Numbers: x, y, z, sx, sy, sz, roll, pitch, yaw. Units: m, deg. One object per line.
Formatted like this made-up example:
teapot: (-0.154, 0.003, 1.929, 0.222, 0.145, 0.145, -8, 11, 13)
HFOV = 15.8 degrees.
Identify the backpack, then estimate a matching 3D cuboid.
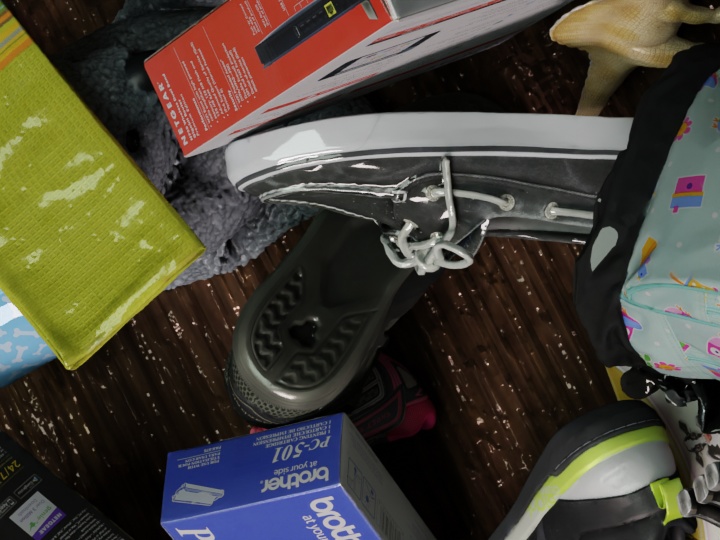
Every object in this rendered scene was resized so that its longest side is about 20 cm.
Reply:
backpack: (0.198, -0.011, 1.077, 0.199, 0.126, 0.168, 14, 78, 37)

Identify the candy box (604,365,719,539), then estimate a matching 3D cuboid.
candy box: (0.226, 0.065, 1.181, 0.199, 0.061, 0.137, -21, 89, 30)

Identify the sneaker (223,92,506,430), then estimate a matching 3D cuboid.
sneaker: (0.000, 0.000, 1.248, 0.076, 0.200, 0.114, 36, 154, 0)

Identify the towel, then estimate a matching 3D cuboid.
towel: (-0.162, -0.056, 1.168, 0.086, 0.018, 0.200, -42, 77, 8)

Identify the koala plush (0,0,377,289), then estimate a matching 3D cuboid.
koala plush: (-0.123, -0.059, 1.262, 0.184, 0.200, 0.178, -39, 82, 29)

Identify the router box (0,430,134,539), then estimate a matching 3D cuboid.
router box: (-0.148, 0.194, 1.355, 0.157, 0.052, 0.200, 37, 149, 17)

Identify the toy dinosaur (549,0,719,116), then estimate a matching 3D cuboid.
toy dinosaur: (0.133, -0.112, 1.181, 0.101, 0.200, 0.058, -11, 71, -10)

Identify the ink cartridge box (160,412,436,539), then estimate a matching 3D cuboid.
ink cartridge box: (-0.011, 0.149, 1.255, 0.094, 0.044, 0.200, -14, 137, 20)

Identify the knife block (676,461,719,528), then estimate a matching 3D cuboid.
knife block: (0.235, 0.139, 1.114, 0.175, 0.064, 0.200, -6, 140, 23)

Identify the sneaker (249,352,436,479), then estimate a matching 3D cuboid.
sneaker: (-0.033, 0.128, 1.322, 0.075, 0.081, 0.201, 33, 113, 16)

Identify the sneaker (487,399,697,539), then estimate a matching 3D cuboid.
sneaker: (0.107, 0.141, 1.204, 0.083, 0.071, 0.200, 61, 158, 27)

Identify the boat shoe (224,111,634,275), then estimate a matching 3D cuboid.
boat shoe: (0.039, -0.032, 1.173, 0.198, 0.074, 0.068, 0, 83, -14)

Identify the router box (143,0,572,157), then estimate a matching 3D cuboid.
router box: (0.031, -0.124, 1.135, 0.179, 0.200, 0.049, -27, 87, 54)

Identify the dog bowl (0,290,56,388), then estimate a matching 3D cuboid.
dog bowl: (-0.193, -0.041, 1.360, 0.049, 0.111, 0.201, -15, 93, 16)
